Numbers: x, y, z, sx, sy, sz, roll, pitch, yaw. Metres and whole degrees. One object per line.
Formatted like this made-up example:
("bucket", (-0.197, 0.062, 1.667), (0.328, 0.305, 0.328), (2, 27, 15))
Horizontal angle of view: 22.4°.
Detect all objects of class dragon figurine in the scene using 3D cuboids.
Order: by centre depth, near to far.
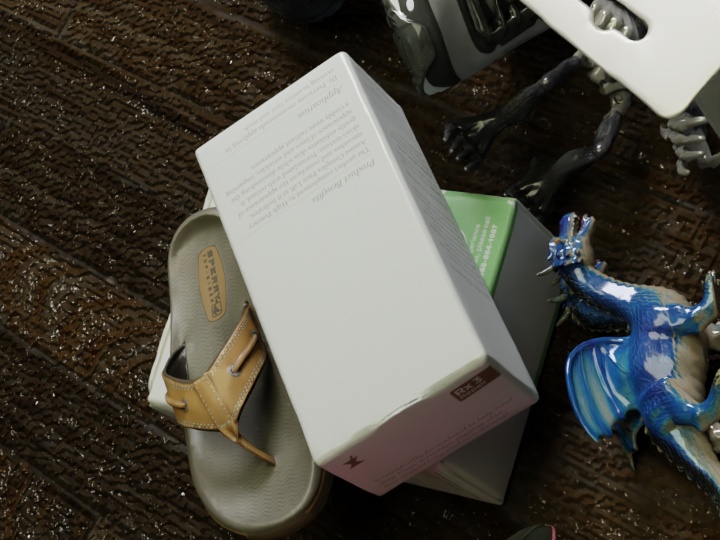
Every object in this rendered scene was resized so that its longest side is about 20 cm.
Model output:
("dragon figurine", (0.141, 0.061, 0.910), (0.099, 0.059, 0.202), (-16, 61, 26))

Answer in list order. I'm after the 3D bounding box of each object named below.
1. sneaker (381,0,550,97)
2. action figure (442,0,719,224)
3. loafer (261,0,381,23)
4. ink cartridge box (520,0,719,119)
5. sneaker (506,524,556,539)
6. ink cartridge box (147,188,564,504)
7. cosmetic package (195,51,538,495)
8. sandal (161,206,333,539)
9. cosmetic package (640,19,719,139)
("sneaker", (0.070, -0.150, 0.973), (0.079, 0.200, 0.074), (-14, 104, 30))
("action figure", (0.146, -0.102, 0.946), (0.200, 0.119, 0.102), (-39, 20, 19))
("loafer", (-0.027, -0.190, 1.075), (0.069, 0.070, 0.200), (-66, 21, -6))
("ink cartridge box", (0.165, -0.146, 0.729), (0.200, 0.067, 0.117), (-45, 54, 1))
("sneaker", (0.128, 0.191, 0.859), (0.199, 0.079, 0.095), (36, 55, 25))
("ink cartridge box", (-0.003, 0.031, 0.997), (0.199, 0.087, 0.146), (8, 74, 33))
("cosmetic package", (0.000, 0.000, 0.912), (0.101, 0.074, 0.201), (-32, 58, 15))
("sandal", (-0.070, 0.047, 0.944), (0.081, 0.055, 0.201), (-26, 58, 22))
("cosmetic package", (0.240, -0.047, 0.806), (0.123, 0.200, 0.200), (-35, 56, 14))
